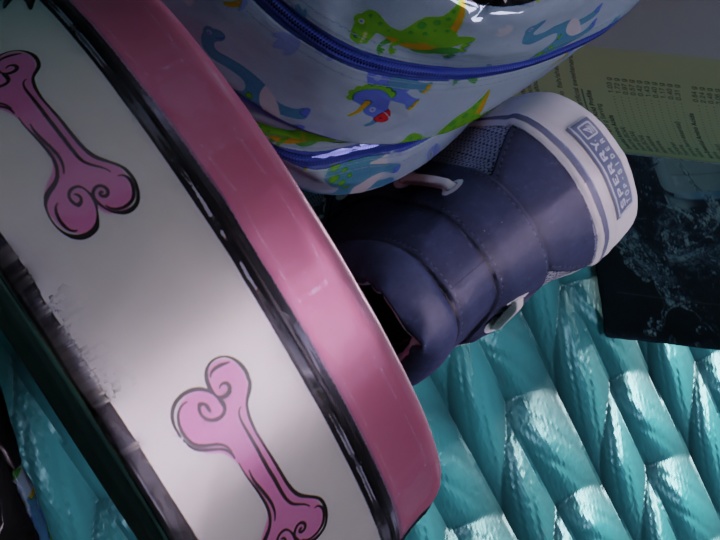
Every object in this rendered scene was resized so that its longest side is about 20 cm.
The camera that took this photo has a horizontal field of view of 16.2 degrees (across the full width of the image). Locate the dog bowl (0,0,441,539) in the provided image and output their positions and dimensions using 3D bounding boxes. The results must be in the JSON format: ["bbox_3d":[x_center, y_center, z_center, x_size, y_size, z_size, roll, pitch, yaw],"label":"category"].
[{"bbox_3d":[-0.053,0.008,0.663,0.074,0.200,0.201,-33,129,-10],"label":"dog bowl"}]

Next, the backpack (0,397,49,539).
[{"bbox_3d":[-0.127,0.143,0.622,0.163,0.153,0.201,-43,111,-34],"label":"backpack"}]

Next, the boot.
[{"bbox_3d":[0.000,0.000,0.794,0.090,0.200,0.073,-36,94,-26],"label":"boot"}]

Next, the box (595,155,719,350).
[{"bbox_3d":[0.200,-0.073,1.050,0.117,0.196,0.201,-37,125,-48],"label":"box"}]

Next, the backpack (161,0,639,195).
[{"bbox_3d":[0.019,-0.114,0.724,0.163,0.154,0.200,43,30,-4],"label":"backpack"}]

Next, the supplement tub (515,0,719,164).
[{"bbox_3d":[0.115,-0.112,0.897,0.145,0.199,0.146,-29,123,-58],"label":"supplement tub"}]
